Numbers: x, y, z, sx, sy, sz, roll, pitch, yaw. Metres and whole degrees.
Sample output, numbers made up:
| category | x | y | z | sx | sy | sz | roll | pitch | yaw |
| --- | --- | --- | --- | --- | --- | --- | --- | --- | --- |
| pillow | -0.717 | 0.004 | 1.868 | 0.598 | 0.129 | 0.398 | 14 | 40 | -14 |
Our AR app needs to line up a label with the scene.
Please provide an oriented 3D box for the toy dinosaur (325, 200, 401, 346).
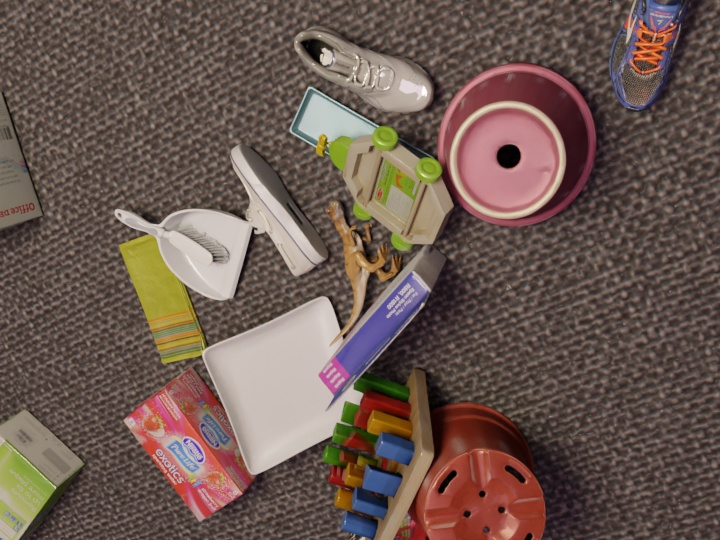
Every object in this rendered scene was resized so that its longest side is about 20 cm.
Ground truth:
| category | x | y | z | sx | sy | sz | roll | pitch | yaw |
| --- | --- | --- | --- | --- | --- | --- | --- | --- | --- |
| toy dinosaur | 0.000 | 0.000 | 1.063 | 0.105 | 0.060 | 0.203 | -6 | 94 | 32 |

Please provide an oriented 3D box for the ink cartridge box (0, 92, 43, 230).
| category | x | y | z | sx | sy | sz | roll | pitch | yaw |
| --- | --- | --- | --- | --- | --- | --- | --- | --- | --- |
| ink cartridge box | -0.605 | -0.147 | 1.135 | 0.143 | 0.145 | 0.203 | -12 | 101 | 18 |

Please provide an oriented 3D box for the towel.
| category | x | y | z | sx | sy | sz | roll | pitch | yaw |
| --- | --- | --- | --- | --- | --- | --- | --- | --- | --- |
| towel | -0.306 | 0.045 | 1.173 | 0.085 | 0.018 | 0.203 | -16 | 100 | 18 |

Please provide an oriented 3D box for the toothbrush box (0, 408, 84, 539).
| category | x | y | z | sx | sy | sz | roll | pitch | yaw |
| --- | --- | --- | --- | --- | --- | --- | --- | --- | --- |
| toothbrush box | -0.595 | 0.366 | 1.307 | 0.145 | 0.086 | 0.200 | 42 | 113 | 2 |

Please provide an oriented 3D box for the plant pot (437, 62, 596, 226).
| category | x | y | z | sx | sy | sz | roll | pitch | yaw |
| --- | --- | --- | --- | --- | --- | --- | --- | --- | --- |
| plant pot | 0.180 | -0.141 | 0.901 | 0.197 | 0.179 | 0.203 | 4 | 107 | 15 |

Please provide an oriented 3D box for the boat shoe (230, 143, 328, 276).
| category | x | y | z | sx | sy | sz | roll | pitch | yaw |
| --- | --- | --- | --- | --- | --- | --- | --- | --- | --- |
| boat shoe | -0.129 | -0.080 | 1.065 | 0.069 | 0.071 | 0.201 | -33 | 101 | 18 |

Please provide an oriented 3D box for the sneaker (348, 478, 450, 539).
| category | x | y | z | sx | sy | sz | roll | pitch | yaw |
| --- | --- | --- | --- | --- | --- | --- | --- | --- | --- |
| sneaker | 0.067 | 0.384 | 1.134 | 0.199 | 0.077 | 0.085 | -33 | 100 | 21 |

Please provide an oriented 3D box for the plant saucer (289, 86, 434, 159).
| category | x | y | z | sx | sy | sz | roll | pitch | yaw |
| --- | --- | --- | --- | --- | --- | --- | --- | --- | --- |
| plant saucer | 0.002 | -0.171 | 1.028 | 0.198 | 0.019 | 0.070 | 31 | 111 | 6 |

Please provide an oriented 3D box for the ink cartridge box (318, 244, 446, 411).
| category | x | y | z | sx | sy | sz | roll | pitch | yaw |
| --- | --- | --- | --- | --- | --- | --- | --- | --- | --- |
| ink cartridge box | 0.026 | 0.067 | 0.989 | 0.043 | 0.200 | 0.197 | 41 | 111 | 1 |

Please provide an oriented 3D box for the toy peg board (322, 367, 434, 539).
| category | x | y | z | sx | sy | sz | roll | pitch | yaw |
| --- | --- | --- | --- | --- | --- | --- | --- | --- | --- |
| toy peg board | 0.013 | 0.253 | 1.031 | 0.097 | 0.200 | 0.202 | 19 | 112 | -7 |

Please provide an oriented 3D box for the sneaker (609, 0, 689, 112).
| category | x | y | z | sx | sy | sz | roll | pitch | yaw |
| --- | --- | --- | --- | --- | --- | --- | --- | --- | --- |
| sneaker | 0.336 | -0.285 | 0.871 | 0.074 | 0.078 | 0.203 | 12 | 108 | 13 |

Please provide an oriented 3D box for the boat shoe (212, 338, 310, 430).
| category | x | y | z | sx | sy | sz | roll | pitch | yaw |
| --- | --- | --- | --- | --- | --- | --- | --- | --- | --- |
| boat shoe | -0.142 | 0.171 | 1.138 | 0.072 | 0.068 | 0.200 | -47 | 108 | -13 |

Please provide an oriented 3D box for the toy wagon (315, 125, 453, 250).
| category | x | y | z | sx | sy | sz | roll | pitch | yaw |
| --- | --- | --- | --- | --- | --- | --- | --- | --- | --- |
| toy wagon | 0.028 | -0.118 | 0.977 | 0.199 | 0.040 | 0.156 | 39 | 148 | 13 |

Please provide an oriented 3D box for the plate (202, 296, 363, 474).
| category | x | y | z | sx | sy | sz | roll | pitch | yaw |
| --- | --- | --- | --- | --- | --- | --- | --- | --- | --- |
| plate | -0.106 | 0.163 | 1.096 | 0.198 | 0.032 | 0.202 | -24 | 103 | -16 |

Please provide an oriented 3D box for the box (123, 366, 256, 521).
| category | x | y | z | sx | sy | sz | roll | pitch | yaw |
| --- | --- | --- | --- | --- | --- | --- | --- | --- | --- |
| box | -0.256 | 0.268 | 1.178 | 0.099 | 0.095 | 0.201 | -34 | 94 | 20 |

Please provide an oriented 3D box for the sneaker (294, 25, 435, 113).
| category | x | y | z | sx | sy | sz | roll | pitch | yaw |
| --- | --- | --- | --- | --- | --- | --- | --- | --- | --- |
| sneaker | 0.000 | -0.252 | 0.969 | 0.198 | 0.087 | 0.075 | 22 | 108 | 7 |

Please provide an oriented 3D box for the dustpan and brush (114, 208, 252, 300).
| category | x | y | z | sx | sy | sz | roll | pitch | yaw |
| --- | --- | --- | --- | --- | --- | --- | --- | --- | --- |
| dustpan and brush | -0.268 | -0.048 | 1.110 | 0.198 | 0.057 | 0.141 | 28 | 119 | 14 |

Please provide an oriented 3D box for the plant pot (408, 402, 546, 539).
| category | x | y | z | sx | sy | sz | roll | pitch | yaw |
| --- | --- | --- | --- | --- | --- | --- | --- | --- | --- |
| plant pot | 0.148 | 0.288 | 0.986 | 0.197 | 0.195 | 0.204 | 0 | 88 | 1 |
